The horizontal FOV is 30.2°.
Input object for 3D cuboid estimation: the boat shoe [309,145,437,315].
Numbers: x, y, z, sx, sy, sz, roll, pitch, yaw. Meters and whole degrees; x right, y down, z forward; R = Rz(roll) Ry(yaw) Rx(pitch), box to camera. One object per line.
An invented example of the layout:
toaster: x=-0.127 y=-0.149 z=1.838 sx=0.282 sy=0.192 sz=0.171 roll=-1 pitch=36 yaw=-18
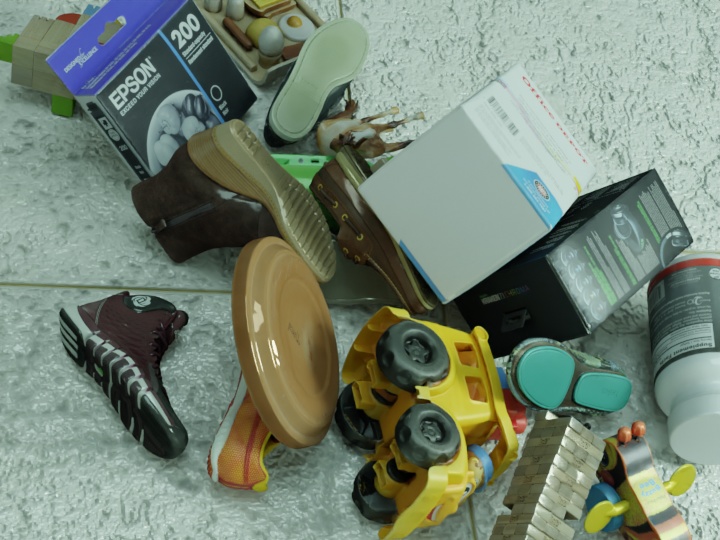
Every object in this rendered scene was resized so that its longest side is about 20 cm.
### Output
boat shoe: x=0.013 y=-0.033 z=1.381 sx=0.067 sy=0.072 sz=0.201 roll=-35 pitch=68 yaw=13

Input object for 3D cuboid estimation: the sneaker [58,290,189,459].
sneaker: x=-0.201 y=0.086 z=1.310 sx=0.115 sy=0.076 sz=0.200 roll=-27 pitch=60 yaw=-32

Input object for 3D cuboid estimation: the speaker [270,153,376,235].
speaker: x=-0.061 y=-0.080 z=1.465 sx=0.197 sy=0.089 sz=0.089 roll=1 pitch=51 yaw=-10

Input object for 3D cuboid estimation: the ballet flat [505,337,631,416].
ballet flat: x=0.189 y=0.104 z=1.322 sx=0.199 sy=0.074 sz=0.075 roll=23 pitch=36 yaw=-45

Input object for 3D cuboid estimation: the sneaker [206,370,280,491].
sneaker: x=-0.088 y=0.126 z=1.306 sx=0.076 sy=0.073 sz=0.202 roll=16 pitch=61 yaw=2

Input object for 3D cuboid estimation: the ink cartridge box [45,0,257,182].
ink cartridge box: x=-0.225 y=-0.212 z=1.489 sx=0.201 sy=0.043 sz=0.199 roll=54 pitch=48 yaw=-23

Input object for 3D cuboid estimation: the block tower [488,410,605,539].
block tower: x=0.165 y=0.228 z=1.233 sx=0.054 sy=0.058 sz=0.202 roll=36 pitch=62 yaw=-24

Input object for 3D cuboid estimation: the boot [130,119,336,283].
boot: x=-0.132 y=-0.046 z=1.393 sx=0.201 sy=0.166 sz=0.072 roll=55 pitch=35 yaw=-7

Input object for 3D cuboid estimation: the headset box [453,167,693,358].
headset box: x=0.212 y=-0.002 z=1.385 sx=0.199 sy=0.174 sz=0.093 roll=-36 pitch=98 yaw=-33

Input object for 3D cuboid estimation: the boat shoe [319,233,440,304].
boat shoe: x=0.000 y=0.000 z=1.443 sx=0.197 sy=0.074 sz=0.063 roll=9 pitch=7 yaw=3

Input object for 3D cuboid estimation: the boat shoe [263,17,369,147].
boat shoe: x=-0.056 y=-0.219 z=1.588 sx=0.074 sy=0.066 sz=0.201 roll=33 pitch=59 yaw=-11

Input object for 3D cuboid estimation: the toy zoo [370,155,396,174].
toy zoo: x=0.099 y=-0.075 z=1.468 sx=0.132 sy=0.020 sz=0.199 roll=57 pitch=30 yaw=8

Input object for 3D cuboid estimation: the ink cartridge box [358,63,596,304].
ink cartridge box: x=0.124 y=-0.093 z=1.353 sx=0.147 sy=0.146 sz=0.200 roll=53 pitch=30 yaw=-2

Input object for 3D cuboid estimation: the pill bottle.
pill bottle: x=0.361 y=0.091 z=1.388 sx=0.114 sy=0.117 sz=0.202 roll=9 pitch=50 yaw=-4

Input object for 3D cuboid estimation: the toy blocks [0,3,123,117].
toy blocks: x=-0.314 y=-0.256 z=1.564 sx=0.197 sy=0.101 sz=0.137 roll=14 pitch=38 yaw=-1

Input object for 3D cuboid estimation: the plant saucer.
plant saucer: x=-0.064 y=0.066 z=1.265 sx=0.032 sy=0.201 sz=0.202 roll=-14 pitch=48 yaw=19

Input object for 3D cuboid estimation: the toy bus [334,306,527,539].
toy bus: x=0.087 y=0.152 z=1.291 sx=0.190 sy=0.136 sz=0.202 roll=8 pitch=49 yaw=-26

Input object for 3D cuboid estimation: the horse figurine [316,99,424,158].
horse figurine: x=0.000 y=-0.156 z=1.523 sx=0.131 sy=0.051 sz=0.200 roll=-17 pitch=18 yaw=-20

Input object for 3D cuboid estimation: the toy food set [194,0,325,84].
toy food set: x=-0.114 y=-0.324 z=1.668 sx=0.142 sy=0.061 sz=0.200 roll=-27 pitch=61 yaw=-28

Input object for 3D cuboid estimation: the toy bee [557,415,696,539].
toy bee: x=0.253 y=0.203 z=1.281 sx=0.199 sy=0.109 sz=0.131 roll=38 pitch=54 yaw=18
